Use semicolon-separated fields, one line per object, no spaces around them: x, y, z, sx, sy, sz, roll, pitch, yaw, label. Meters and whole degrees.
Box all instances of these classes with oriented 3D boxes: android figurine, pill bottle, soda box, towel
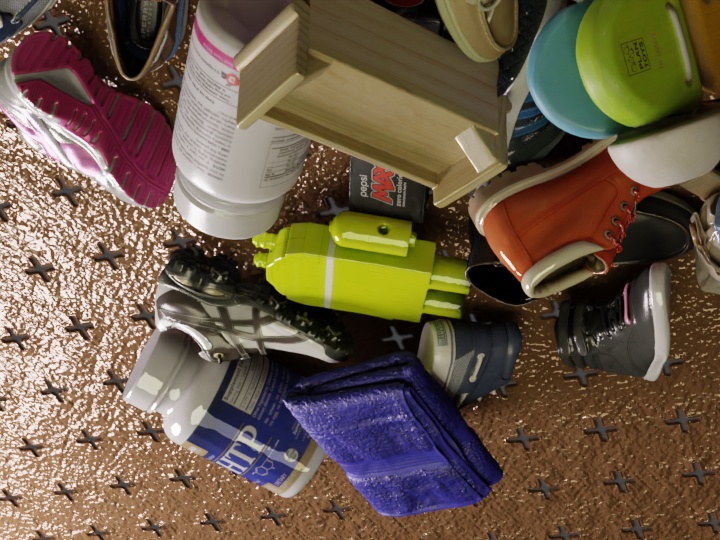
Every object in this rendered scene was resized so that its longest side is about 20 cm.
0.000;0.000;1.122;0.199;0.041;0.182;10;157;3;android figurine
-0.132;0.135;1.264;0.199;0.120;0.120;29;132;-13;pill bottle
0.030;-0.137;1.016;0.070;0.064;0.201;8;133;6;soda box
-0.092;-0.128;1.019;0.113;0.114;0.201;18;133;-3;pill bottle
0.033;0.166;1.196;0.147;0.050;0.200;-18;130;23;towel

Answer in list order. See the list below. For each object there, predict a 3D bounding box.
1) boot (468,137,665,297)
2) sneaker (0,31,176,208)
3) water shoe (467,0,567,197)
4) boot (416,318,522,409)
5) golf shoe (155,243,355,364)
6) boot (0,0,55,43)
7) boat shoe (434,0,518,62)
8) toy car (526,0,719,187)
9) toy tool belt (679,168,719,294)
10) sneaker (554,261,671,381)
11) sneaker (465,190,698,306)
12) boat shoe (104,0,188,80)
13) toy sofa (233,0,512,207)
0.198;-0.048;0.995;0.199;0.108;0.075;-25;144;-2;boot
-0.241;-0.128;1.086;0.088;0.082;0.200;2;146;44;sneaker
0.134;-0.146;0.994;0.078;0.072;0.201;-3;135;-24;water shoe
0.096;0.119;1.232;0.090;0.073;0.200;-1;146;-11;boot
-0.104;0.053;1.200;0.199;0.078;0.095;25;110;3;golf shoe
-0.316;-0.199;1.013;0.200;0.091;0.073;-31;119;34;boot
0.089;-0.243;0.881;0.063;0.073;0.202;10;122;36;boat shoe
0.197;-0.153;0.882;0.150;0.199;0.176;-10;100;47;toy car
0.357;-0.049;0.979;0.199;0.125;0.123;-7;138;18;toy tool belt
0.221;0.047;1.100;0.099;0.071;0.200;5;158;9;sneaker
0.188;-0.013;1.060;0.199;0.107;0.075;2;132;12;sneaker
-0.164;-0.236;0.965;0.072;0.073;0.201;9;133;5;boat shoe
0.011;-0.130;0.916;0.199;0.098;0.083;19;148;-31;toy sofa
